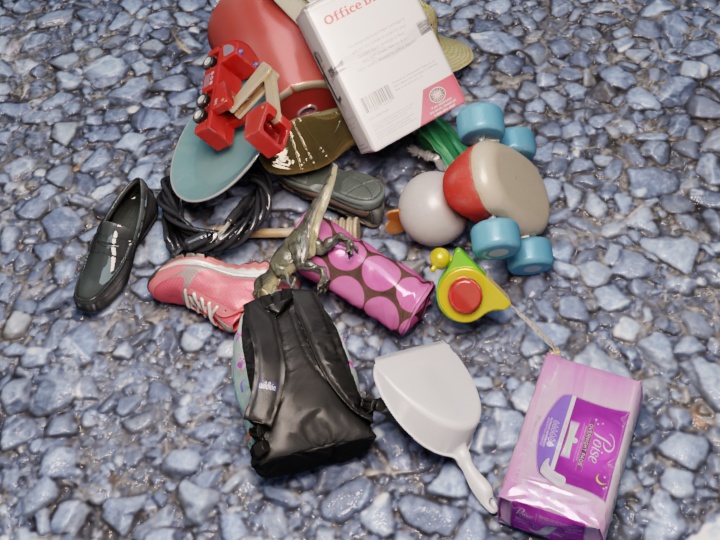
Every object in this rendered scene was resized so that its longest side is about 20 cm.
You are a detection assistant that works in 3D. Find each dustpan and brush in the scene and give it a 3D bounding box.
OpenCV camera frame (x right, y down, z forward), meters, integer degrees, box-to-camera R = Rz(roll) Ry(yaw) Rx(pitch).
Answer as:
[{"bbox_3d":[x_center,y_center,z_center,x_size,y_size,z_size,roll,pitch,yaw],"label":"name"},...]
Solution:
[{"bbox_3d":[0.102,0.180,1.208,0.138,0.058,0.201,-9,50,-45],"label":"dustpan and brush"}]

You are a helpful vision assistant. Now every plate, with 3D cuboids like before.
[{"bbox_3d":[-0.176,-0.173,1.420,0.198,0.025,0.203,-25,47,30],"label":"plate"}]

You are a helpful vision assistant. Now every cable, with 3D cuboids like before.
[{"bbox_3d":[-0.197,-0.104,1.442,0.161,0.051,0.202,-23,42,9],"label":"cable"}]

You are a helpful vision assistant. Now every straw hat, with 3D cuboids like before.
[{"bbox_3d":[0.068,-0.355,1.574,0.197,0.086,0.202,-2,33,1],"label":"straw hat"}]

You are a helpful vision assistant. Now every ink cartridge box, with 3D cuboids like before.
[{"bbox_3d":[0.024,-0.274,1.384,0.144,0.085,0.203,-28,99,-11],"label":"ink cartridge box"}]

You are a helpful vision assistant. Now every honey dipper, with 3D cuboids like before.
[{"bbox_3d":[-0.099,-0.052,1.428,0.196,0.038,0.038,0,52,10],"label":"honey dipper"}]

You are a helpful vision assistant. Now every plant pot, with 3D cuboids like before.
[{"bbox_3d":[-0.103,-0.289,1.520,0.197,0.201,0.180,-18,63,-8],"label":"plant pot"}]

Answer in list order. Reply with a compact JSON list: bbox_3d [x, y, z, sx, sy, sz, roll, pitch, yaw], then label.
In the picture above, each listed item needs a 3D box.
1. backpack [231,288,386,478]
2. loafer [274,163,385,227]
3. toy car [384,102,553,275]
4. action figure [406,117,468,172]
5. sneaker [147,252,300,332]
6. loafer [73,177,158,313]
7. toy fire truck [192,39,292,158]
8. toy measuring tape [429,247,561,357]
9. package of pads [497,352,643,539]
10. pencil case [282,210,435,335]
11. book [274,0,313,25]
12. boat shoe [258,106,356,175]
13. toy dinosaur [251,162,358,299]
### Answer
[{"bbox_3d":[-0.081,0.126,1.225,0.164,0.127,0.203,-6,61,-26],"label":"backpack"},{"bbox_3d":[-0.053,-0.113,1.455,0.198,0.064,0.072,27,54,27],"label":"loafer"},{"bbox_3d":[0.126,-0.082,1.377,0.197,0.176,0.188,-17,69,32],"label":"toy car"},{"bbox_3d":[0.103,-0.177,1.477,0.117,0.055,0.201,-5,55,-53],"label":"action figure"},{"bbox_3d":[-0.177,0.034,1.344,0.196,0.074,0.088,1,54,6],"label":"sneaker"},{"bbox_3d":[-0.327,-0.036,1.412,0.067,0.071,0.203,11,54,14],"label":"loafer"},{"bbox_3d":[-0.148,-0.223,1.370,0.139,0.049,0.203,-20,51,34],"label":"toy fire truck"},{"bbox_3d":[0.151,0.053,1.286,0.200,0.074,0.074,45,63,-3],"label":"toy measuring tape"},{"bbox_3d":[0.234,0.197,1.179,0.118,0.076,0.202,14,55,17],"label":"package of pads"},{"bbox_3d":[0.000,0.000,1.334,0.198,0.094,0.092,34,95,15],"label":"pencil case"},{"bbox_3d":[-0.056,-0.384,1.465,0.199,0.048,0.134,41,44,-13],"label":"book"},{"bbox_3d":[-0.051,-0.181,1.440,0.199,0.063,0.074,-31,96,-20],"label":"boat shoe"},{"bbox_3d":[-0.057,-0.025,1.281,0.088,0.047,0.202,33,92,21],"label":"toy dinosaur"}]
